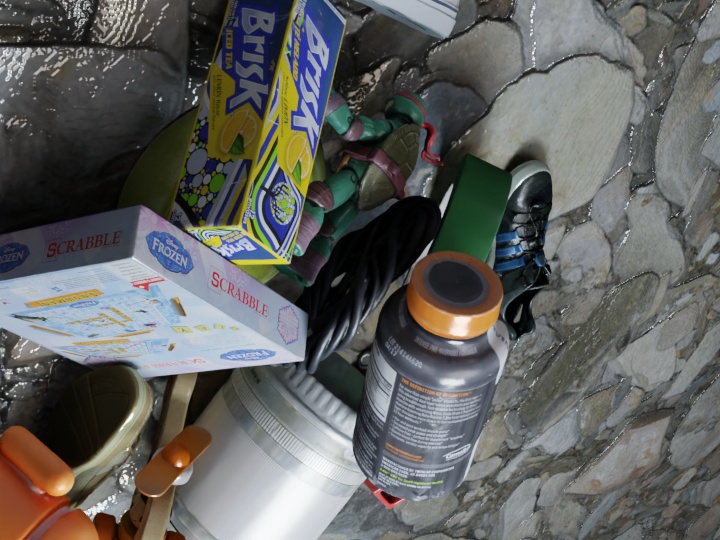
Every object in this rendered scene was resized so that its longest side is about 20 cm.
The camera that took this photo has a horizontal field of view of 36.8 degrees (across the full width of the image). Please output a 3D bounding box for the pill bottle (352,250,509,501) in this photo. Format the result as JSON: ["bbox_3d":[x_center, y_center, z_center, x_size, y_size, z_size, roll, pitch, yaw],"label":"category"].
[{"bbox_3d":[0.057,0.082,0.857,0.105,0.106,0.202,-18,139,-29],"label":"pill bottle"}]

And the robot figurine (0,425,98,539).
[{"bbox_3d":[-0.284,0.202,0.833,0.144,0.199,0.117,-51,174,-24],"label":"robot figurine"}]

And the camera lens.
[{"bbox_3d":[-0.081,0.174,1.013,0.201,0.160,0.159,-51,140,8],"label":"camera lens"}]

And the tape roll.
[{"bbox_3d":[0.076,-0.005,0.987,0.200,0.048,0.203,-156,-91,-89],"label":"tape roll"}]

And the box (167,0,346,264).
[{"bbox_3d":[-0.071,-0.109,0.769,0.064,0.069,0.203,37,59,-51],"label":"box"}]

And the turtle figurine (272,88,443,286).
[{"bbox_3d":[-0.006,-0.090,0.871,0.201,0.100,0.150,-55,147,-19],"label":"turtle figurine"}]

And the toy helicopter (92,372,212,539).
[{"bbox_3d":[-0.168,0.158,0.915,0.078,0.202,0.133,18,142,-14],"label":"toy helicopter"}]

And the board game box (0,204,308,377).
[{"bbox_3d":[-0.173,0.025,0.801,0.199,0.197,0.042,38,51,-51],"label":"board game box"}]

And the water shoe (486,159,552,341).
[{"bbox_3d":[0.177,-0.018,1.136,0.071,0.079,0.202,-16,133,-30],"label":"water shoe"}]

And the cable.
[{"bbox_3d":[0.000,0.000,0.892,0.200,0.051,0.163,-49,-174,-25],"label":"cable"}]

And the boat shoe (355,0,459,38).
[{"bbox_3d":[0.009,-0.238,0.823,0.199,0.073,0.068,9,101,-54],"label":"boat shoe"}]

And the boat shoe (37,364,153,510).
[{"bbox_3d":[-0.227,0.149,0.912,0.063,0.074,0.201,11,131,-45],"label":"boat shoe"}]

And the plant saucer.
[{"bbox_3d":[-0.107,-0.048,0.903,0.198,0.031,0.202,-24,135,-25],"label":"plant saucer"}]

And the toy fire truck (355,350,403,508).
[{"bbox_3d":[0.060,0.126,1.110,0.200,0.141,0.049,-42,141,-3],"label":"toy fire truck"}]
